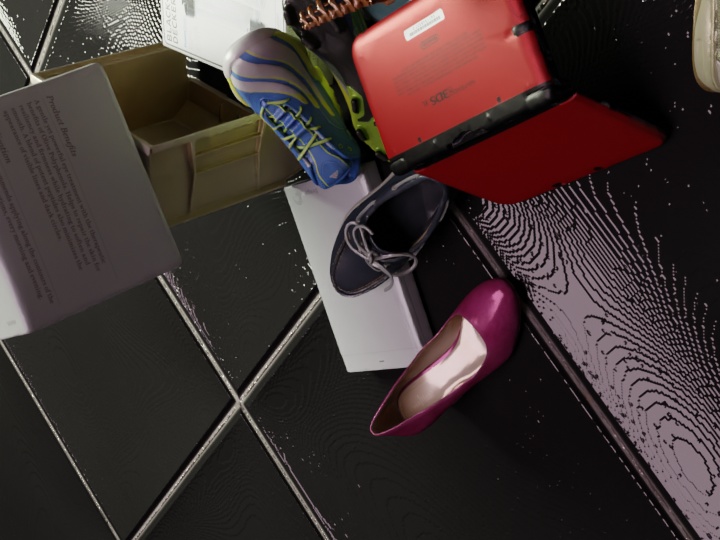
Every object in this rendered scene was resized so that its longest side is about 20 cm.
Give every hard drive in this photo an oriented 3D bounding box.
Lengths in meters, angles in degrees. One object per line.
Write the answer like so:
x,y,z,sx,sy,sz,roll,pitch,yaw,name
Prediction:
0.000,0.000,1.359,0.131,0.026,0.201,-10,101,52,hard drive

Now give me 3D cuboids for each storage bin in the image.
-0.188,-0.142,1.368,0.199,0.198,0.094,30,129,37,storage bin

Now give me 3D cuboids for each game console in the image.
0.112,-0.143,1.081,0.200,0.118,0.174,-22,88,52,game console

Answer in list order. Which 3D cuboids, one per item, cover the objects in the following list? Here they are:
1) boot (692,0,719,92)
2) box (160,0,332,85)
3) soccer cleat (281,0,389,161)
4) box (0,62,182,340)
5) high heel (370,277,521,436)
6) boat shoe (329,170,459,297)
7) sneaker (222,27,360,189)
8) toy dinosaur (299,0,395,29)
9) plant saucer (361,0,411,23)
0.289,-0.194,0.869,0.154,0.072,0.201,25,132,42,boot
-0.114,-0.253,1.334,0.199,0.060,0.117,29,129,39,box
0.004,-0.185,1.223,0.064,0.084,0.201,-24,114,28,soccer cleat
-0.306,-0.054,1.257,0.199,0.171,0.200,-12,102,54,box
0.075,0.083,1.253,0.068,0.096,0.200,54,141,16,high heel
0.027,-0.035,1.246,0.075,0.062,0.200,39,129,-10,boat shoe
-0.047,-0.138,1.224,0.076,0.200,0.105,-39,63,8,sneaker
0.034,-0.258,1.025,0.136,0.199,0.103,47,156,41,toy dinosaur
0.030,-0.287,1.162,0.199,0.036,0.201,27,128,40,plant saucer
